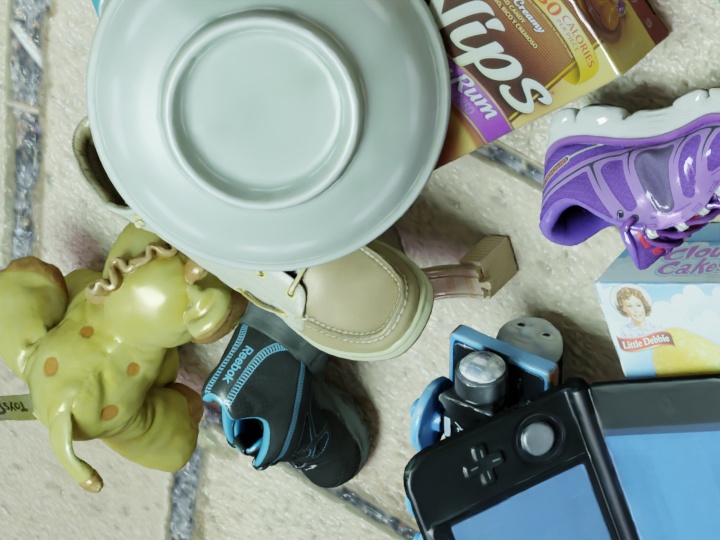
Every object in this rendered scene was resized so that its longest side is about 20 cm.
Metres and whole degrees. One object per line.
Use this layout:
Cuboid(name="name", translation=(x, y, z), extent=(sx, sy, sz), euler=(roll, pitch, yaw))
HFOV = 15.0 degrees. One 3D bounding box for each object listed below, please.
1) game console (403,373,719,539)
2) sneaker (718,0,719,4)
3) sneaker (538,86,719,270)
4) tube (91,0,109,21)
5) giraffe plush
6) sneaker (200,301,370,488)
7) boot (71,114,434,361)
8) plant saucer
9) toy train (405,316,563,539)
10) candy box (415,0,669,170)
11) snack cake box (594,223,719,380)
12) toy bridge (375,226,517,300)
Cuboid(name="game console", translation=(0.144, 0.169, 1.501), extent=(0.201, 0.175, 0.116), euler=(69, 168, -15))
Cuboid(name="sneaker", translation=(0.233, -0.150, 1.310), extent=(0.120, 0.084, 0.201), euler=(22, 135, 15))
Cuboid(name="sneaker", translation=(0.174, -0.041, 1.428), extent=(0.080, 0.084, 0.199), euler=(27, 160, -36))
Cuboid(name="tube", translation=(-0.150, -0.204, 1.565), extent=(0.200, 0.050, 0.078), euler=(-118, 13, -48))
Cuboid(name="giraffe plush", translation=(-0.143, 0.026, 1.741), extent=(0.173, 0.200, 0.162), euler=(47, 111, 6))
Cuboid(name="sneaker", translation=(-0.052, 0.091, 1.715), extent=(0.073, 0.082, 0.200), euler=(28, 160, 29))
Cuboid(name="boot", translation=(-0.064, -0.023, 1.559), extent=(0.200, 0.072, 0.154), euler=(29, 177, 42))
Cuboid(name="plant saucer", translation=(-0.051, -0.089, 1.464), extent=(0.199, 0.050, 0.202), euler=(1, 108, 2))
Cuboid(name="toy train", translation=(0.083, 0.115, 1.621), extent=(0.086, 0.114, 0.201), euler=(20, 133, 25))
Cuboid(name="candy box", translation=(0.060, -0.132, 1.494), extent=(0.200, 0.056, 0.117), euler=(-26, 101, 47))
Cuboid(name="snack cake box", translation=(0.235, 0.038, 1.462), extent=(0.199, 0.067, 0.116), euler=(-1, 121, 42))
Cuboid(name="toy bridge", translation=(0.000, 0.000, 1.642), extent=(0.199, 0.067, 0.027), euler=(5, 124, 40))
